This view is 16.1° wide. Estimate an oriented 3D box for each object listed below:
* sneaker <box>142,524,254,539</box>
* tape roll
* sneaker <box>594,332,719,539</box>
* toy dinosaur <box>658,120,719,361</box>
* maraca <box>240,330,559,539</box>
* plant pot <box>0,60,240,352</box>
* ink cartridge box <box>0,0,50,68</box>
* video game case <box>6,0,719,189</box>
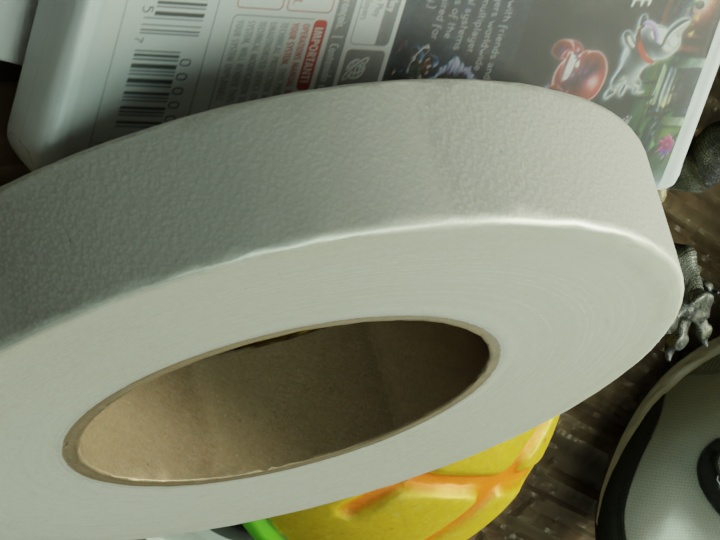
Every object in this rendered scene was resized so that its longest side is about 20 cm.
[{"bbox_3d":[-0.063,0.123,0.833,0.115,0.076,0.200,-42,126,10],"label":"sneaker"},{"bbox_3d":[-0.023,0.016,0.612,0.202,0.037,0.203,-14,160,-5],"label":"tape roll"},{"bbox_3d":[0.164,0.048,0.884,0.200,0.079,0.074,-37,102,13],"label":"sneaker"},{"bbox_3d":[0.093,-0.029,0.806,0.047,0.088,0.201,0,121,-44],"label":"toy dinosaur"},{"bbox_3d":[0.000,0.000,0.757,0.137,0.107,0.201,-33,121,-34],"label":"maraca"},{"bbox_3d":[-0.127,-0.014,0.647,0.200,0.093,0.201,-15,158,-6],"label":"plant pot"},{"bbox_3d":[-0.048,-0.157,0.589,0.146,0.147,0.201,13,112,-39],"label":"ink cartridge box"},{"bbox_3d":[0.028,-0.110,0.556,0.181,0.023,0.201,0,119,-34],"label":"video game case"}]
